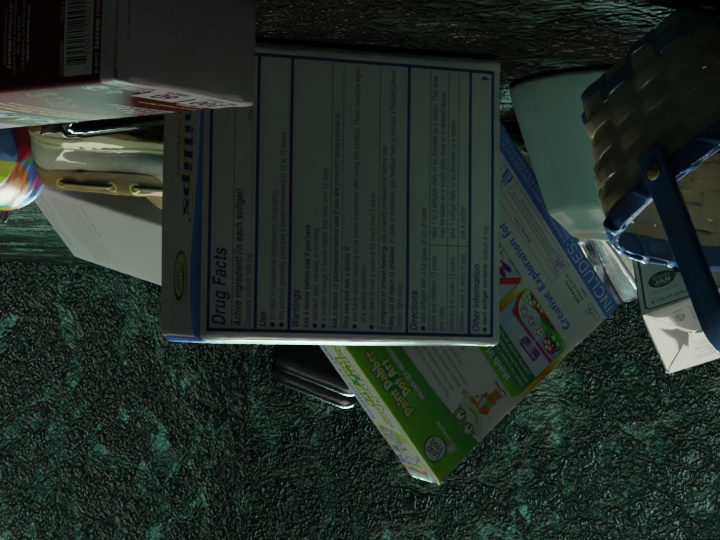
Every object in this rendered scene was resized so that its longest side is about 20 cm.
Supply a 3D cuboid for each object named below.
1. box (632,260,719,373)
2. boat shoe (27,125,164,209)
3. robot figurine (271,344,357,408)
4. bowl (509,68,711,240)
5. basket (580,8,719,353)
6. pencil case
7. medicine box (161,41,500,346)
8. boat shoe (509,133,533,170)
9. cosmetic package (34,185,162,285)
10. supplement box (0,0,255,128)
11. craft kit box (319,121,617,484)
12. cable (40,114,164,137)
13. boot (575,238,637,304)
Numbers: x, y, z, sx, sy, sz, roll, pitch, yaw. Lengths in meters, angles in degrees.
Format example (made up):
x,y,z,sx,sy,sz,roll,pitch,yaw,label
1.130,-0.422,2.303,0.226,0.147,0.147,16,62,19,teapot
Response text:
x,y,z,sx,sy,sz,roll,pitch,yaw,label
0.261,-0.022,1.314,0.116,0.060,0.200,-20,-148,15,box
-0.132,-0.078,1.240,0.200,0.066,0.074,10,-144,4,boat shoe
0.002,0.000,1.340,0.125,0.200,0.150,36,157,-35,robot figurine
0.202,-0.075,1.231,0.200,0.105,0.201,2,177,0,bowl
0.216,-0.038,0.963,0.176,0.200,0.139,3,150,-41,basket
-0.311,-0.090,1.315,0.088,0.089,0.200,0,175,21,pencil case
-0.019,-0.044,1.128,0.200,0.183,0.103,2,176,-19,medicine box
0.202,-0.083,1.453,0.200,0.066,0.072,4,-161,-4,boat shoe
-0.168,-0.045,1.415,0.200,0.074,0.102,16,150,36,cosmetic package
-0.166,-0.116,0.958,0.200,0.061,0.109,0,177,37,supplement box
0.061,0.011,1.252,0.197,0.200,0.048,-42,-160,-24,craft kit box
-0.132,-0.121,1.182,0.200,0.050,0.097,-10,-179,-14,cable
0.160,-0.035,1.388,0.090,0.073,0.200,-24,128,18,boot
